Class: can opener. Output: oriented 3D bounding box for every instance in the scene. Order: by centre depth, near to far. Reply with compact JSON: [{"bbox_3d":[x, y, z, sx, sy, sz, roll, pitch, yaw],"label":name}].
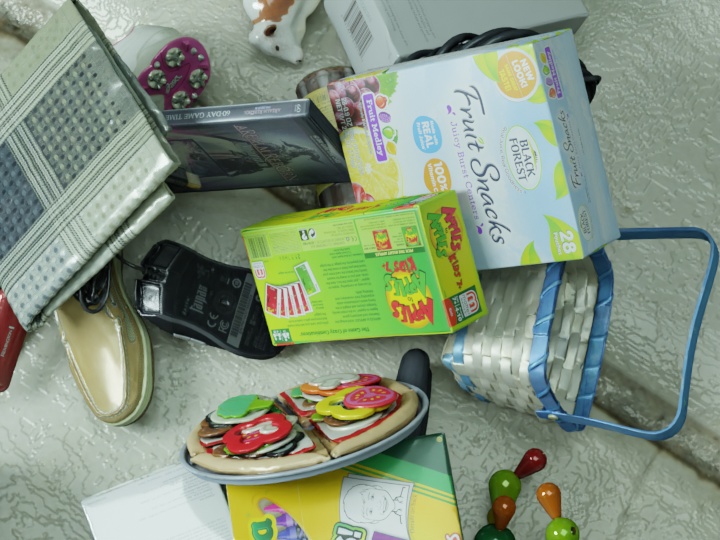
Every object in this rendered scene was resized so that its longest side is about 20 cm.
[{"bbox_3d":[0.029,0.157,1.456,0.079,0.063,0.200,13,70,2],"label":"can opener"}]

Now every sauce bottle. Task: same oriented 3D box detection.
[{"bbox_3d":[-0.008,-0.075,1.537,0.065,0.065,0.200,-9,70,-6],"label":"sauce bottle"}]

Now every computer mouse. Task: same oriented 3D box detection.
[{"bbox_3d":[-0.143,-0.009,1.488,0.200,0.046,0.141,18,74,-27],"label":"computer mouse"}]

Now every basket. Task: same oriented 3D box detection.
[{"bbox_3d":[0.180,0.041,1.455,0.200,0.139,0.177,5,67,32],"label":"basket"}]

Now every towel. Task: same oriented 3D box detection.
[{"bbox_3d":[-0.238,-0.085,1.422,0.200,0.035,0.193,-44,61,22],"label":"towel"}]

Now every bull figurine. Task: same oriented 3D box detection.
[{"bbox_3d":[-0.067,-0.284,1.612,0.121,0.065,0.200,-19,74,-13],"label":"bull figurine"}]

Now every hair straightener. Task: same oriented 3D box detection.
[{"bbox_3d":[-0.293,-0.004,1.483,0.041,0.077,0.200,12,93,-34],"label":"hair straightener"}]

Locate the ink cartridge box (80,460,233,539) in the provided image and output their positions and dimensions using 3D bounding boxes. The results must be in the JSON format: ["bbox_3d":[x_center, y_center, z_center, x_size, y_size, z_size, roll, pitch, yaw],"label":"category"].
[{"bbox_3d":[-0.135,0.257,1.419,0.109,0.050,0.200,-20,73,-11],"label":"ink cartridge box"}]

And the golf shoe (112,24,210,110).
[{"bbox_3d":[-0.222,-0.136,1.556,0.200,0.075,0.092,-42,46,-8],"label":"golf shoe"}]

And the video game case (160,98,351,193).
[{"bbox_3d":[-0.112,-0.099,1.467,0.200,0.143,0.019,-2,71,18],"label":"video game case"}]

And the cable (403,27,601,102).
[{"bbox_3d":[0.108,-0.135,1.521,0.200,0.163,0.051,-23,37,-2],"label":"cable"}]

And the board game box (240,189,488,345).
[{"bbox_3d":[0.000,0.000,1.425,0.048,0.200,0.102,-25,104,-44],"label":"board game box"}]

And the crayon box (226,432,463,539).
[{"bbox_3d":[-0.003,0.238,1.367,0.172,0.058,0.200,-10,71,1],"label":"crayon box"}]

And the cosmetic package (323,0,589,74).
[{"bbox_3d":[0.084,-0.229,1.565,0.200,0.081,0.113,-14,70,-26],"label":"cosmetic package"}]

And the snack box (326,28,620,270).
[{"bbox_3d":[0.086,-0.087,1.400,0.068,0.200,0.169,-27,105,-51],"label":"snack box"}]

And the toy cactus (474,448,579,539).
[{"bbox_3d":[0.125,0.257,1.424,0.165,0.102,0.200,-27,75,8],"label":"toy cactus"}]

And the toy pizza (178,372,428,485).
[{"bbox_3d":[-0.046,0.115,1.406,0.200,0.200,0.032,-15,104,-8],"label":"toy pizza"}]

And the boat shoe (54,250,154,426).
[{"bbox_3d":[-0.226,0.031,1.474,0.072,0.076,0.200,-25,67,14],"label":"boat shoe"}]
